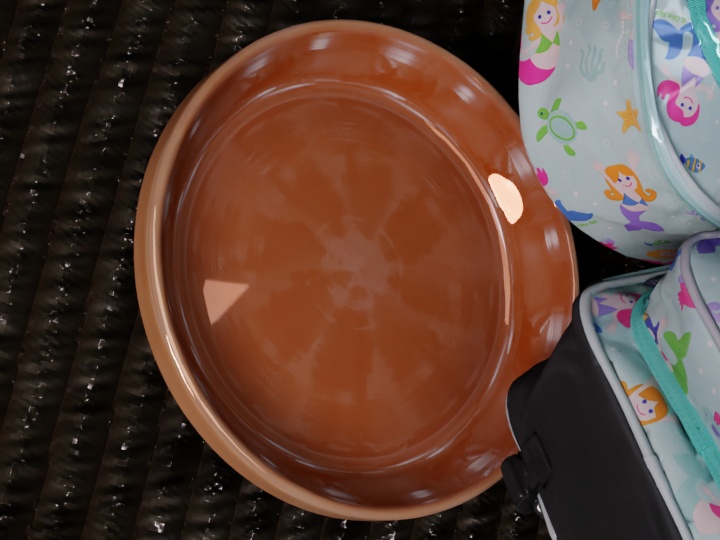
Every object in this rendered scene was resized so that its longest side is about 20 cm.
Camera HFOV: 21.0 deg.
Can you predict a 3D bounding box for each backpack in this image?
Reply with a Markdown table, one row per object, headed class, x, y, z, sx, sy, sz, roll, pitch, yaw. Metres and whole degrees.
| class | x | y | z | sx | sy | sz | roll | pitch | yaw |
| --- | --- | --- | --- | --- | --- | --- | --- | --- | --- |
| backpack | 0.153 | -0.104 | 0.824 | 0.177 | 0.150 | 0.200 | 19 | 76 | -43 |
| backpack | 0.179 | 0.071 | 0.748 | 0.200 | 0.151 | 0.178 | -3 | 57 | -33 |

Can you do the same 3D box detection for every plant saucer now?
| class | x | y | z | sx | sy | sz | roll | pitch | yaw |
| --- | --- | --- | --- | --- | --- | --- | --- | --- | --- |
| plant saucer | 0.000 | 0.000 | 0.777 | 0.200 | 0.032 | 0.201 | 7 | 77 | -31 |
